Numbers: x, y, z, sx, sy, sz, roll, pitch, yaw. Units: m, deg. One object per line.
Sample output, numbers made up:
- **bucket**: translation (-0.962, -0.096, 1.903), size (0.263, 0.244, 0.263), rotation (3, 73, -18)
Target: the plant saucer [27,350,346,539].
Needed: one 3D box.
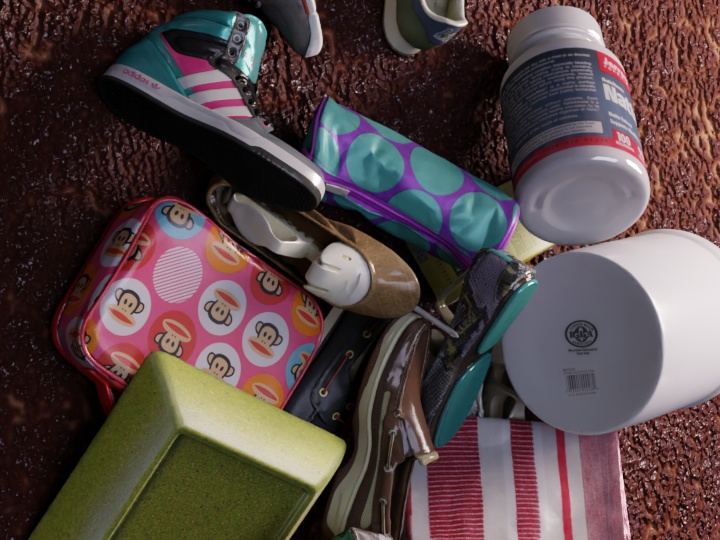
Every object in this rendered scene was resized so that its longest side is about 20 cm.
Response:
- **plant saucer**: translation (-0.129, 0.190, 1.298), size (0.199, 0.048, 0.201), rotation (28, 102, -31)

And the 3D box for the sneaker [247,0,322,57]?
- **sneaker**: translation (-0.100, -0.258, 1.366), size (0.081, 0.077, 0.201), rotation (-29, 107, -2)

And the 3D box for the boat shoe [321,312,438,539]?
- **boat shoe**: translation (0.034, 0.138, 1.373), size (0.075, 0.074, 0.205), rotation (-14, 121, -66)

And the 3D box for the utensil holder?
- **utensil holder**: translation (0.239, 0.052, 1.486), size (0.199, 0.168, 0.172), rotation (-7, 95, -57)

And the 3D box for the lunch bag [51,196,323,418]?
- **lunch bag**: translation (-0.140, 0.057, 1.319), size (0.200, 0.082, 0.177), rotation (39, 70, -28)

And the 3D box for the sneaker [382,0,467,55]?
- **sneaker**: translation (0.063, -0.294, 1.450), size (0.066, 0.089, 0.203), rotation (-2, 91, -33)

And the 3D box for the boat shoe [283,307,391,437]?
- **boat shoe**: translation (-0.023, 0.105, 1.400), size (0.203, 0.063, 0.074), rotation (-59, 155, -19)

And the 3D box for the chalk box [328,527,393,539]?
- **chalk box**: translation (-0.001, 0.319, 1.281), size (0.123, 0.124, 0.202), rotation (-28, 72, 8)

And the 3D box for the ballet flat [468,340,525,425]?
- **ballet flat**: translation (0.129, 0.103, 1.514), size (0.071, 0.071, 0.203), rotation (7, 86, -34)

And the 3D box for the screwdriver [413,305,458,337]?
- **screwdriver**: translation (0.000, 0.000, 1.368), size (0.028, 0.199, 0.029), rotation (-56, 156, 0)

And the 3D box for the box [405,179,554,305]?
- **box**: translation (0.141, -0.043, 1.518), size (0.199, 0.050, 0.076), rotation (-29, 86, -30)

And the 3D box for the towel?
- **towel**: translation (0.133, 0.189, 1.430), size (0.197, 0.023, 0.145), rotation (4, 52, -7)

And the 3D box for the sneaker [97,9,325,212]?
- **sneaker**: translation (-0.095, -0.139, 1.321), size (0.199, 0.084, 0.121), rotation (31, 64, 4)

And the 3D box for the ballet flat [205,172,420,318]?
- **ballet flat**: translation (-0.046, -0.019, 1.332), size (0.068, 0.199, 0.072), rotation (-58, 169, 18)

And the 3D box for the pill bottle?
- **pill bottle**: translation (0.185, -0.135, 1.478), size (0.119, 0.119, 0.202), rotation (24, 44, -32)

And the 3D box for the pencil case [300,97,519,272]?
- **pencil case**: translation (0.036, -0.064, 1.402), size (0.198, 0.085, 0.093), rotation (27, 43, -9)

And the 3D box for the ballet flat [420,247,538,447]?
- **ballet flat**: translation (0.084, 0.059, 1.392), size (0.071, 0.072, 0.202), rotation (-4, 134, -34)

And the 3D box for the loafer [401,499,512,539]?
- **loafer**: translation (0.085, 0.221, 1.444), size (0.197, 0.072, 0.074), rotation (4, 112, -7)
